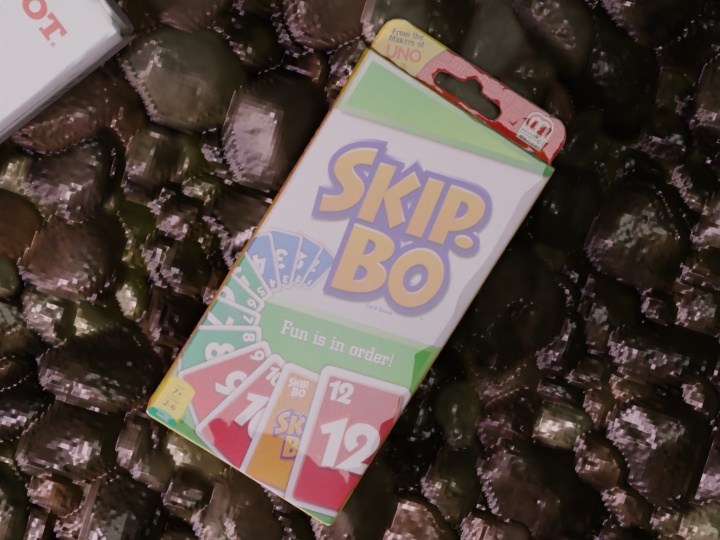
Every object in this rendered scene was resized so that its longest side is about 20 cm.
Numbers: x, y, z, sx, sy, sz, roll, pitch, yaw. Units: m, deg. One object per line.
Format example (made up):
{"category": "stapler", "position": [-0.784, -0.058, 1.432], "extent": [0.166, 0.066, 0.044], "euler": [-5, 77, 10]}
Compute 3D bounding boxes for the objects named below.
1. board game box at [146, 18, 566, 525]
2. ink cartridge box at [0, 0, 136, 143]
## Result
{"category": "board game box", "position": [0.000, 0.000, 0.991], "extent": [0.095, 0.030, 0.201], "euler": [31, 93, -6]}
{"category": "ink cartridge box", "position": [-0.210, -0.094, 0.942], "extent": [0.199, 0.084, 0.145], "euler": [-37, 96, 4]}
